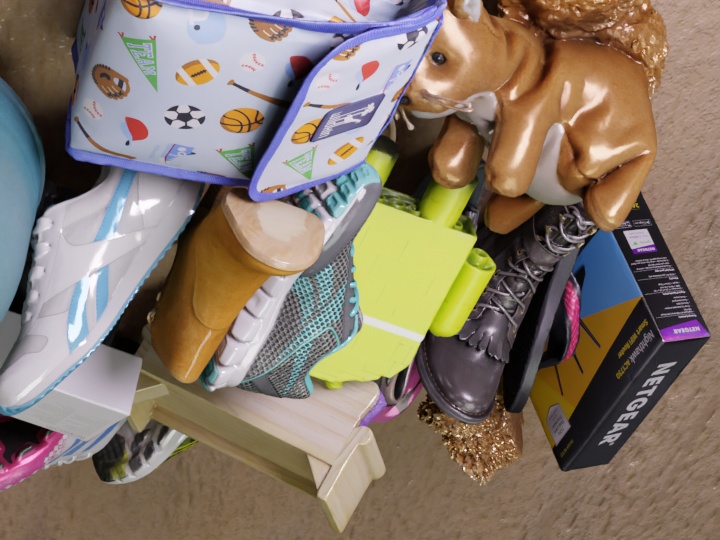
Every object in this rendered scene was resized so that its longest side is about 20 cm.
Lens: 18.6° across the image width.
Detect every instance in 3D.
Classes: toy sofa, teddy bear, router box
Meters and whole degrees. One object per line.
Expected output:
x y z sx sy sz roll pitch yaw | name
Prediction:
-0.077 0.106 1.651 0.200 0.098 0.083 24 160 18 | toy sofa
0.078 0.079 1.769 0.067 0.145 0.200 -8 148 15 | teddy bear
0.191 0.047 1.759 0.051 0.149 0.200 -7 148 -26 | router box

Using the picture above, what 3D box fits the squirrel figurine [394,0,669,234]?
0.106 -0.142 1.441 0.187 0.142 0.200 36 79 -26 | squirrel figurine

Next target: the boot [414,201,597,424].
0.118 -0.001 1.625 0.069 0.200 0.174 26 140 -18 | boot

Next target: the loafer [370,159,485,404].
0.050 0.007 1.627 0.072 0.063 0.200 12 110 -59 | loafer

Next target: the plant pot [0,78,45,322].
-0.294 -0.010 1.322 0.200 0.188 0.200 -3 129 -3 | plant pot

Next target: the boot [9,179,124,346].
-0.240 0.000 1.553 0.165 0.066 0.200 17 155 -12 | boot

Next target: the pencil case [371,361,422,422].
-0.013 0.049 1.729 0.094 0.091 0.200 -53 149 -5 | pencil case

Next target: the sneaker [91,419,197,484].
-0.138 0.118 1.781 0.200 0.074 0.085 -35 149 32 | sneaker

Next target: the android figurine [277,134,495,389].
0.000 0.000 1.551 0.182 0.041 0.200 17 118 -17 | android figurine

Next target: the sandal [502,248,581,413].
0.155 0.026 1.709 0.045 0.075 0.200 14 108 -13 | sandal

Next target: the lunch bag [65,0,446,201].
-0.065 -0.132 1.330 0.200 0.124 0.170 10 144 -16 | lunch bag

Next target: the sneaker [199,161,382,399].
-0.031 0.009 1.496 0.091 0.078 0.200 21 121 -25 | sneaker

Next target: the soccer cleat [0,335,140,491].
-0.240 0.130 1.699 0.200 0.070 0.086 -32 145 -19 | soccer cleat

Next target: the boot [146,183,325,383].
-0.086 0.013 1.423 0.071 0.201 0.144 19 106 -17 | boot

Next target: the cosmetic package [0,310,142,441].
-0.263 0.060 1.549 0.200 0.051 0.083 22 151 -23 | cosmetic package

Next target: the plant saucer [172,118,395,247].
-0.076 -0.085 1.519 0.200 0.035 0.200 -13 150 -8 | plant saucer

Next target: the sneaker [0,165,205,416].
-0.187 0.004 1.430 0.081 0.200 0.077 35 167 -8 | sneaker
